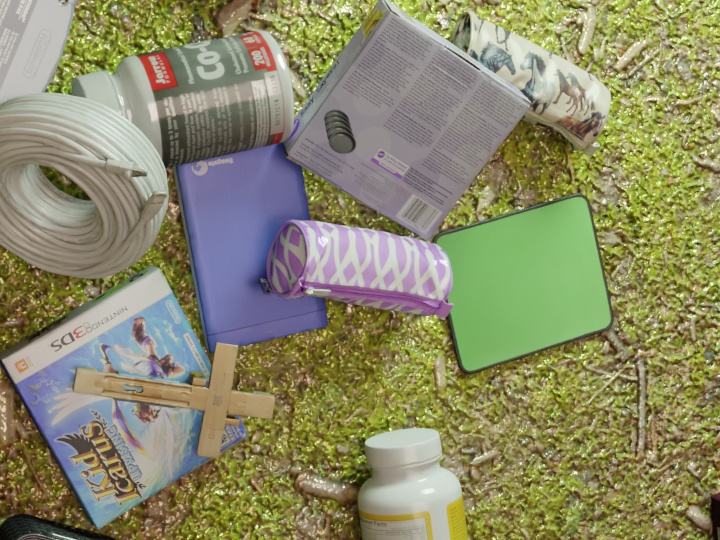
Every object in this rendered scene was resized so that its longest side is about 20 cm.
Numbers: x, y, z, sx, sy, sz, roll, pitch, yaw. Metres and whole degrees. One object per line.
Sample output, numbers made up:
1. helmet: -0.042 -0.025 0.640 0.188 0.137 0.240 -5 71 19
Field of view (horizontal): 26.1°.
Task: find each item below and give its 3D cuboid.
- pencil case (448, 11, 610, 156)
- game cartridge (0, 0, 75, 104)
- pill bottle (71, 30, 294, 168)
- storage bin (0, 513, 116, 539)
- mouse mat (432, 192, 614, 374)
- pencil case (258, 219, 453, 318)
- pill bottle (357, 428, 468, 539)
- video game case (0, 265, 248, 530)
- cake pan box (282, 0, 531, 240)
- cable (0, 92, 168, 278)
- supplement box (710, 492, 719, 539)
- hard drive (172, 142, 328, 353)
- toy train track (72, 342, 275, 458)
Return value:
1. pencil case: 0.178 -0.197 1.665 0.199 0.078 0.090 24 69 -20
2. game cartridge: -0.354 -0.226 1.497 0.133 0.040 0.201 24 86 -16
3. pill bottle: -0.175 -0.162 1.523 0.198 0.114 0.115 -14 98 -19
4. storage bin: -0.311 0.355 1.521 0.134 0.094 0.202 19 86 -19
5. mouse mat: 0.182 0.014 1.720 0.199 0.008 0.162 -16 99 -19
6. pencil case: 0.000 0.000 1.592 0.199 0.086 0.084 6 127 -33
7. pill bottle: 0.057 0.274 1.636 0.111 0.112 0.202 -10 97 -19
8. video game case: -0.237 0.127 1.557 0.181 0.045 0.201 -31 103 -15
9. cake pan box: 0.049 -0.150 1.586 0.199 0.052 0.185 29 110 -24
10. cable: -0.279 -0.080 1.454 0.199 0.200 0.070 26 49 -4
11. supplement box: 0.475 0.359 1.792 0.085 0.110 0.202 -8 96 -18
12. hard drive: -0.113 -0.028 1.601 0.131 0.025 0.202 -12 98 -18
13. toy train track: -0.185 0.120 1.538 0.198 0.033 0.116 9 97 -15
